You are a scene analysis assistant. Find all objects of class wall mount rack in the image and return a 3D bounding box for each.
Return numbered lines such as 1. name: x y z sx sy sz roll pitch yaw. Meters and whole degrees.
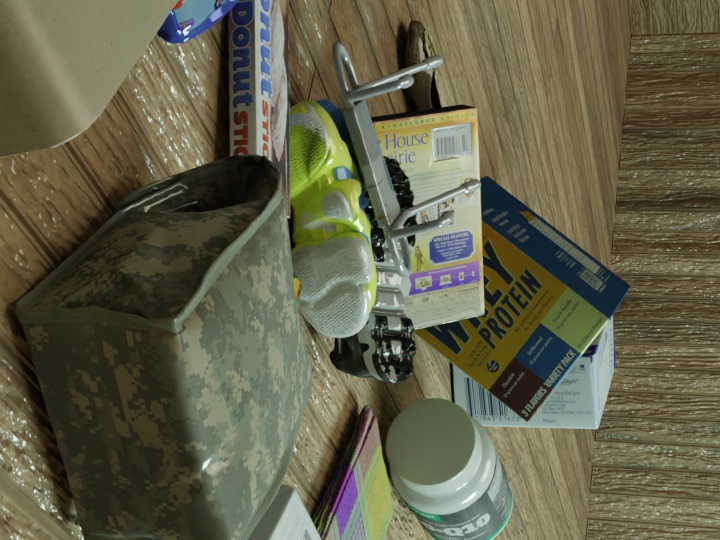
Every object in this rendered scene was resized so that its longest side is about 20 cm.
1. wall mount rack: 0.042 -0.103 1.135 0.174 0.074 0.201 -54 128 -74

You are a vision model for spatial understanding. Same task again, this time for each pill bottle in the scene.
1. pill bottle: 0.094 0.216 1.451 0.200 0.113 0.114 61 34 -58

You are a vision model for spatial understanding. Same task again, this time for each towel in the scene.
1. towel: -0.009 0.238 1.270 0.200 0.023 0.144 -65 152 -52

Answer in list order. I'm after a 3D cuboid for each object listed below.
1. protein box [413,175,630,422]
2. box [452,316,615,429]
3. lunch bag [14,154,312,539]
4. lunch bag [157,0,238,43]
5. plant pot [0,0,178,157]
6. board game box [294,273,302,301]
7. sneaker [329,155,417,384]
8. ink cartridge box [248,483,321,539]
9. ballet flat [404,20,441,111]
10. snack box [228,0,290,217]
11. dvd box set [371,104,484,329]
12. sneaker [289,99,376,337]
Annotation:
1. protein box: 0.150 0.021 1.408 0.135 0.200 0.198 -55 171 17
2. box: 0.228 0.116 1.765 0.200 0.183 0.105 -50 137 -65
3. lunch bag: -0.096 0.043 0.808 0.200 0.117 0.165 -55 142 -54
4. lunch bag: -0.097 -0.252 0.859 0.151 0.094 0.200 78 30 -44
5. plant pot: -0.173 -0.153 0.442 0.200 0.199 0.178 -69 143 -48
6. board game box: -0.085 0.072 1.009 0.105 0.023 0.201 66 30 -58
7. sneaker: 0.000 0.000 1.186 0.066 0.090 0.201 10 76 -45
8. ink cartridge box: -0.071 0.240 0.953 0.116 0.068 0.200 -62 151 -31
9. ballet flat: 0.080 -0.179 1.488 0.067 0.046 0.201 -66 152 -54
10. snack box: -0.074 -0.142 1.005 0.072 0.024 0.201 18 70 -72
11. dvd box set: 0.043 -0.044 1.252 0.029 0.146 0.201 25 -57 60
12. sneaker: -0.019 -0.050 1.125 0.105 0.075 0.201 -59 145 -60
